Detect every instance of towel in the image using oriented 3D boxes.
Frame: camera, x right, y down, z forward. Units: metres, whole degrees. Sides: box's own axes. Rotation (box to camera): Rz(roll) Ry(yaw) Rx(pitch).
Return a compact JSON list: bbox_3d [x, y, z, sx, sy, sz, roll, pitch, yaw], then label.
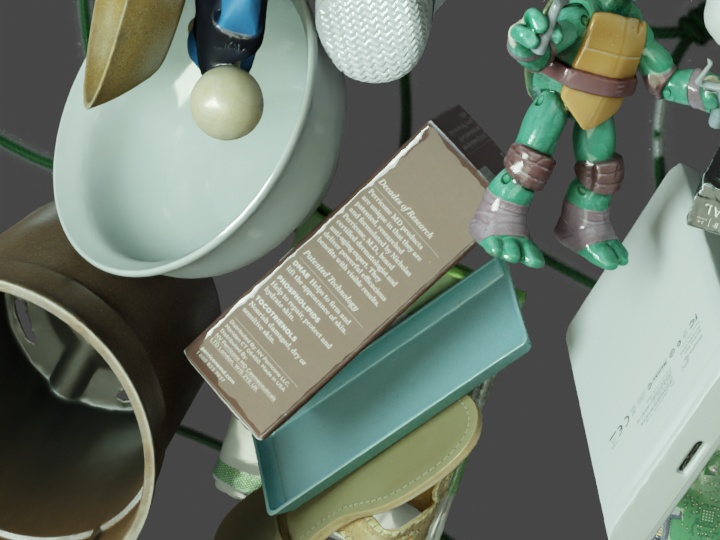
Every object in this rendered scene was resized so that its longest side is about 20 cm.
[{"bbox_3d":[0.001,0.074,1.661,0.149,0.031,0.201,22,115,6],"label":"towel"}]

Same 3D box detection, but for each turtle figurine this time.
[{"bbox_3d":[0.129,-0.100,1.456,0.149,0.101,0.201,9,114,-21],"label":"turtle figurine"}]

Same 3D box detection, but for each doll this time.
[{"bbox_3d":[-0.066,-0.165,1.482,0.048,0.201,0.136,11,158,-13],"label":"doll"}]

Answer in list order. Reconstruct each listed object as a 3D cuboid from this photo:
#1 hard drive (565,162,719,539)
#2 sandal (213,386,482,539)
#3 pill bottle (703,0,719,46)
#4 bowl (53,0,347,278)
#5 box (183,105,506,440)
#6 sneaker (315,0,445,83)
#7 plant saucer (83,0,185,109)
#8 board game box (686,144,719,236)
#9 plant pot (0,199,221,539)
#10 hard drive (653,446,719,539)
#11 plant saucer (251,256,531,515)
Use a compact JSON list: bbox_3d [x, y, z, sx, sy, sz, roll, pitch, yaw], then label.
[{"bbox_3d":[0.164,0.044,1.510,0.027,0.200,0.132,23,117,-17],"label":"hard drive"},{"bbox_3d":[0.010,0.139,1.646,0.211,0.078,0.070,-30,129,30],"label":"sandal"},{"bbox_3d":[0.255,-0.134,1.459,0.200,0.113,0.113,45,116,-4],"label":"pill bottle"},{"bbox_3d":[-0.075,-0.076,1.566,0.201,0.202,0.090,-37,139,25],"label":"bowl"},{"bbox_3d":[0.000,0.000,1.571,0.200,0.100,0.075,-41,89,13],"label":"box"},{"bbox_3d":[0.011,-0.212,1.497,0.075,0.115,0.201,1,113,16],"label":"sneaker"},{"bbox_3d":[-0.113,-0.183,1.512,0.035,0.200,0.201,12,115,-11],"label":"plant saucer"},{"bbox_3d":[0.279,-0.017,1.485,0.199,0.135,0.028,19,106,9],"label":"board game box"},{"bbox_3d":[-0.182,0.059,1.614,0.199,0.198,0.201,6,113,14],"label":"plant pot"},{"bbox_3d":[0.261,0.144,1.519,0.199,0.038,0.141,10,109,14],"label":"hard drive"},{"bbox_3d":[0.018,0.070,1.613,0.200,0.070,0.019,-36,135,24],"label":"plant saucer"}]
